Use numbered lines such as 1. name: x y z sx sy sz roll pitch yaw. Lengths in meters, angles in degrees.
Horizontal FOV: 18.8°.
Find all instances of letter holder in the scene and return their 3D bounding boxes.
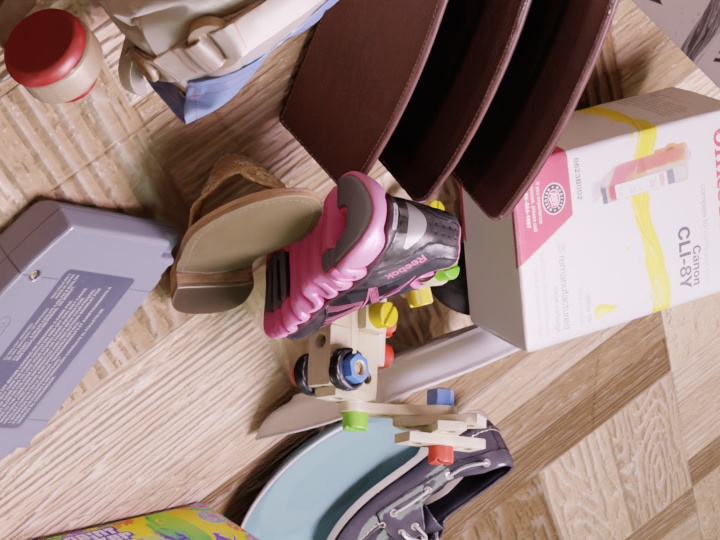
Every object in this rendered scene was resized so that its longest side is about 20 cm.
1. letter holder: 0.055 -0.130 1.337 0.100 0.142 0.200 -16 144 -39

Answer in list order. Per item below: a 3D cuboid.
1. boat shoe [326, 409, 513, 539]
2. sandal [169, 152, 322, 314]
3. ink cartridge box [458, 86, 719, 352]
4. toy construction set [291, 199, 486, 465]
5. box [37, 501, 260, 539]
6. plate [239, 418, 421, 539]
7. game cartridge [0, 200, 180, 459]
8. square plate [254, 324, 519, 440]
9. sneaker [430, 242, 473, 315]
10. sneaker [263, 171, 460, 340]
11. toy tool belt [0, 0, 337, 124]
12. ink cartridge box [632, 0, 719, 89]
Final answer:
1. boat shoe: 0.047 0.206 1.855 0.200 0.063 0.073 -44 153 7
2. sandal: -0.084 -0.039 1.395 0.077 0.070 0.212 -1 160 -19
3. ink cartridge box: 0.179 -0.041 1.595 0.199 0.083 0.146 -16 111 -24
4. toy construction set: 0.019 0.042 1.512 0.092 0.201 0.131 -27 152 36
5. box: -0.173 0.300 1.646 0.200 0.122 0.193 -8 117 -47
6. plate: -0.027 0.177 1.815 0.200 0.026 0.200 -29 150 -19
7. game cartridge: -0.214 0.039 1.370 0.200 0.042 0.133 -50 147 18
8. square plate: 0.040 0.075 1.663 0.200 0.029 0.198 -21 179 -33
9. sneaker: 0.136 -0.046 1.657 0.200 0.076 0.116 -24 139 -38
10. sneaker: 0.000 0.000 1.400 0.095 0.079 0.200 7 162 -23
11. toy tool belt: -0.085 -0.137 1.178 0.200 0.125 0.123 -39 144 -2
12. ink cartridge box: 0.264 -0.205 1.426 0.083 0.200 0.147 -5 136 -47
